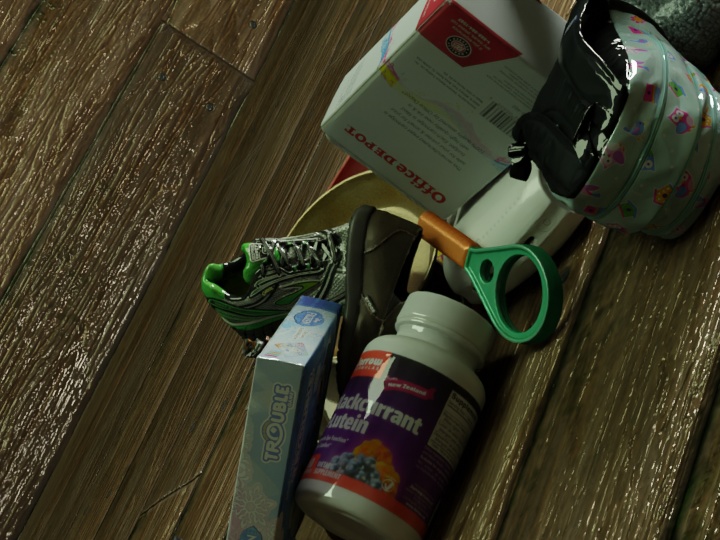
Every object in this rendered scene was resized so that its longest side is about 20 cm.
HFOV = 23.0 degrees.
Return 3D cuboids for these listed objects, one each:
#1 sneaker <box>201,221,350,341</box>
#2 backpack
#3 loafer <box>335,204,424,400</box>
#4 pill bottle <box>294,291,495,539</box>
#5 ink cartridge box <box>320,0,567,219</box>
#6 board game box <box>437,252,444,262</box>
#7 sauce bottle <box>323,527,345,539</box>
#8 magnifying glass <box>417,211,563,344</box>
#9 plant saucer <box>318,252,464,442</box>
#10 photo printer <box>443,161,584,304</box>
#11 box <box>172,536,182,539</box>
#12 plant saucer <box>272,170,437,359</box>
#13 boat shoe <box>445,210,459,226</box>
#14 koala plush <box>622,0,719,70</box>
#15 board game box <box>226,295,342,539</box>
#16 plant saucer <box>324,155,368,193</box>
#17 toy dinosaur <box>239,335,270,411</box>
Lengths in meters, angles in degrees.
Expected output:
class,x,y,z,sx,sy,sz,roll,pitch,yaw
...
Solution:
class,x,y,z,sx,sy,sz,roll,pitch,yaw
sneaker,-0.059,0.003,1.611,0.199,0.085,0.078,-24,49,27
backpack,0.199,-0.110,1.335,0.200,0.126,0.168,-101,28,-68
loafer,0.022,0.046,1.528,0.073,0.070,0.202,-27,-60,-75
pill bottle,0.035,0.123,1.450,0.201,0.111,0.111,-64,14,-20
ink cartridge box,0.082,-0.156,1.525,0.200,0.145,0.083,-40,21,44
board game box,0.009,0.044,1.724,0.199,0.039,0.159,-21,45,36
sauce bottle,-0.014,0.195,1.589,0.066,0.066,0.200,-58,10,3
magnifying glass,0.105,-0.002,1.483,0.200,0.022,0.080,40,122,53
plant saucer,0.021,0.078,1.628,0.199,0.034,0.201,-23,50,29
photo printer,0.147,-0.072,1.570,0.166,0.069,0.201,-45,18,45
box,-0.186,0.381,1.706,0.201,0.106,0.122,-56,13,7
plant saucer,0.000,0.000,1.650,0.199,0.035,0.201,-23,49,29
boat shoe,0.100,-0.069,1.706,0.067,0.072,0.200,-24,25,27
koala plush,0.221,-0.270,1.454,0.177,0.199,0.185,-40,23,53
board game box,-0.064,0.142,1.464,0.199,0.043,0.201,-56,-23,-74
plant saucer,0.024,-0.037,1.855,0.200,0.037,0.200,-57,41,21
toy dinosaur,-0.065,0.084,1.848,0.200,0.101,0.137,161,116,-69
